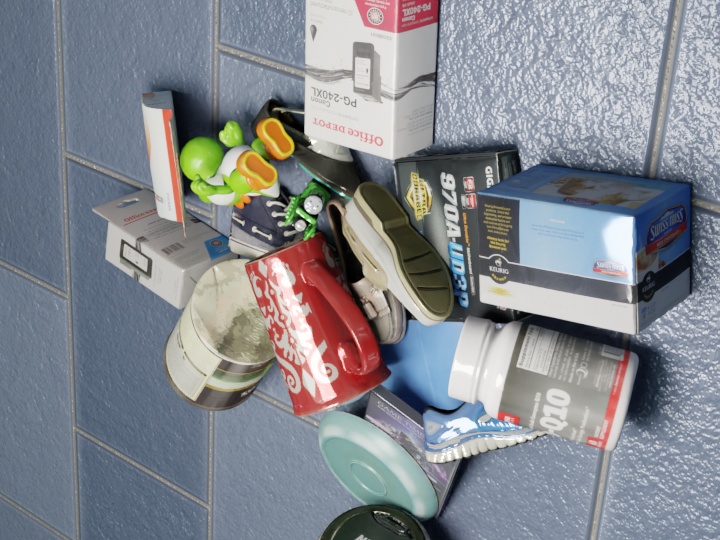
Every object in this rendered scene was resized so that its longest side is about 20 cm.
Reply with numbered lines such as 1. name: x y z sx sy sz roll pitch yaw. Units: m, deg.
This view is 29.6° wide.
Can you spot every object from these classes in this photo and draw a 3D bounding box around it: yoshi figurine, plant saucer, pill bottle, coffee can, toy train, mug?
1. yoshi figurine: -0.175 -0.141 1.764 0.199 0.111 0.113 -18 79 57
2. plant saucer: 0.016 0.271 1.826 0.199 0.027 0.201 31 149 21
3. pill bottle: 0.206 0.124 1.545 0.198 0.114 0.115 15 119 10
4. coffee can: -0.181 0.091 1.859 0.147 0.146 0.200 55 151 9
5. toy train: -0.063 -0.081 1.702 0.042 0.200 0.057 36 98 -6
6. mug: -0.043 0.057 1.699 0.176 0.133 0.202 -20 95 34

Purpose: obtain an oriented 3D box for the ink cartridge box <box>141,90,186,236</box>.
1. ink cartridge box: -0.270 -0.146 1.864 0.049 0.200 0.164 -6 109 -4

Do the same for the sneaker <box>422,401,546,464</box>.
1. sneaker: 0.166 0.167 1.625 0.198 0.079 0.090 -16 84 6

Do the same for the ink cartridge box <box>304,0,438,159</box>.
1. ink cartridge box: 0.011 -0.247 1.627 0.144 0.083 0.202 19 119 35

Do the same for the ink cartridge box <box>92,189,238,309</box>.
1. ink cartridge box: -0.284 -0.034 1.957 0.199 0.116 0.068 32 126 29

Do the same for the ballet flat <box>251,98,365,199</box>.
1. ballet flat: -0.063 -0.162 1.745 0.199 0.068 0.069 32 114 28

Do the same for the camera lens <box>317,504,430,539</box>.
1. camera lens: 0.023 0.423 1.815 0.159 0.160 0.201 27 145 30

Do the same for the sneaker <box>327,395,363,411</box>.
1. sneaker: -0.037 0.084 1.834 0.074 0.081 0.202 88 165 -78

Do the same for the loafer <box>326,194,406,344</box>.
1. loafer: 0.000 0.000 1.734 0.071 0.063 0.202 -20 84 39

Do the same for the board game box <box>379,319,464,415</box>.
1. board game box: 0.099 0.135 1.744 0.199 0.039 0.160 -11 93 41

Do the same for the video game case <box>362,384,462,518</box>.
1. video game case: 0.062 0.237 1.768 0.142 0.019 0.201 36 149 15

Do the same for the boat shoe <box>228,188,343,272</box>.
1. boat shoe: -0.100 -0.057 1.814 0.198 0.074 0.094 15 111 36

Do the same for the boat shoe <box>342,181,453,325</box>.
1. boat shoe: 0.043 -0.010 1.631 0.069 0.074 0.201 -53 55 39

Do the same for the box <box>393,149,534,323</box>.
1. box: 0.122 -0.040 1.628 0.158 0.046 0.203 1 101 41

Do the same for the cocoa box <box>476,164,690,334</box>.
1. cocoa box: 0.242 -0.029 1.479 0.198 0.133 0.133 12 115 38
